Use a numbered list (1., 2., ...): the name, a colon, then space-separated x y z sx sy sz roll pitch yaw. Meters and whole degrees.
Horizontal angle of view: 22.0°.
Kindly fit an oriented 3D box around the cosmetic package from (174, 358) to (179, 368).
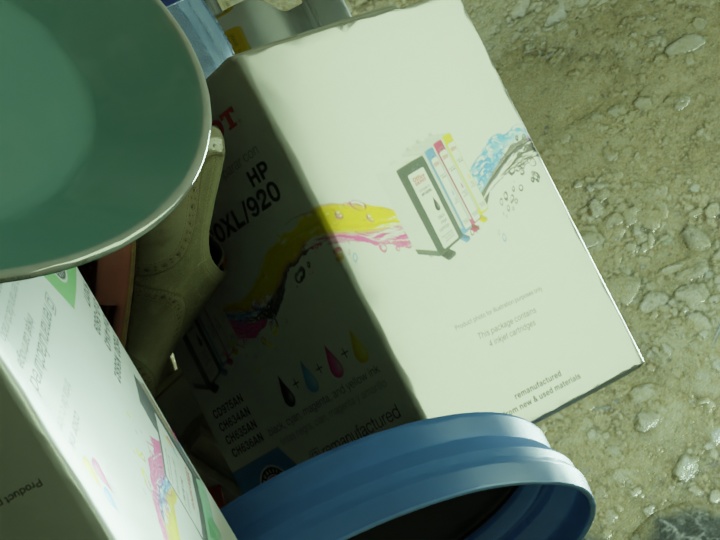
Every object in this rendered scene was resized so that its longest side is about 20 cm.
1. cosmetic package: -0.058 0.001 1.096 0.201 0.107 0.085 93 -21 -45

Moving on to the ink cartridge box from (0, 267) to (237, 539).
1. ink cartridge box: -0.098 0.084 0.569 0.201 0.084 0.145 62 4 -20

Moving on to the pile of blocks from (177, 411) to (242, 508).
1. pile of blocks: -0.037 0.162 0.923 0.201 0.082 0.062 62 3 -23

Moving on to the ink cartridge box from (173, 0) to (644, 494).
1. ink cartridge box: 0.000 0.000 0.867 0.147 0.144 0.201 -33 -98 49

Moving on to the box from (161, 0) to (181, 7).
1. box: -0.167 -0.183 0.851 0.200 0.032 0.121 36 32 9

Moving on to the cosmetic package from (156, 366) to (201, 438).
1. cosmetic package: -0.014 0.055 1.010 0.073 0.200 0.104 28 -27 47

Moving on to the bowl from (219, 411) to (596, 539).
1. bowl: -0.001 0.122 0.756 0.039 0.200 0.201 63 3 25

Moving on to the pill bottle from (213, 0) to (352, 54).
1. pill bottle: -0.088 -0.110 1.228 0.112 0.199 0.112 62 4 -8

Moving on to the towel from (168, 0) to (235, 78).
1. towel: -0.140 -0.101 0.863 0.112 0.048 0.200 58 33 -2

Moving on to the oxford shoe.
1. oxford shoe: -0.090 0.019 0.806 0.071 0.075 0.200 58 -27 33

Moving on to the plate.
1. plate: -0.141 -0.057 0.527 0.201 0.199 0.026 -114 -145 -41
